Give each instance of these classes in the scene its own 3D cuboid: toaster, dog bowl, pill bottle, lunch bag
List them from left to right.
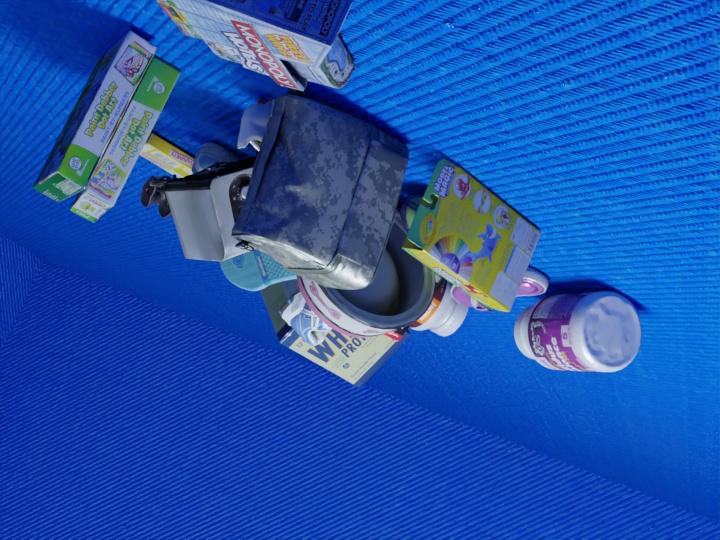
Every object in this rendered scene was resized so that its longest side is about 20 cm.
[{"bbox_3d":[-0.163,-0.095,1.517,0.179,0.121,0.199,-19,-167,-31],"label":"toaster"},{"bbox_3d":[-0.054,-0.096,1.299,0.166,0.203,0.139,24,170,-33],"label":"lunch bag"},{"bbox_3d":[0.000,0.000,1.461,0.198,0.202,0.074,27,142,-17],"label":"dog bowl"},{"bbox_3d":[0.076,0.025,1.748,0.198,0.114,0.112,29,166,-26],"label":"pill bottle"},{"bbox_3d":[0.307,0.090,1.586,0.111,0.114,0.199,27,167,-18],"label":"pill bottle"}]

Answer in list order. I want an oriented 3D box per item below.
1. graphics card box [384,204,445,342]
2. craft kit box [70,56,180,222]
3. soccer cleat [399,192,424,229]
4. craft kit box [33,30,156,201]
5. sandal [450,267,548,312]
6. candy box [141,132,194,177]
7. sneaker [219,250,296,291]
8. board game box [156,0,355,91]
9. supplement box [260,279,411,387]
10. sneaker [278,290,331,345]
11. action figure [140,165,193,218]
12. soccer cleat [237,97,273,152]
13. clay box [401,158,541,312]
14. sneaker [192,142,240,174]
[{"bbox_3d":[0.052,0.005,1.612,0.124,0.051,0.201,26,131,-10],"label":"graphics card box"},{"bbox_3d":[-0.321,-0.170,1.473,0.048,0.202,0.197,28,166,-19],"label":"craft kit box"},{"bbox_3d":[0.138,-0.036,1.474,0.199,0.065,0.084,32,-178,-22],"label":"soccer cleat"},{"bbox_3d":[-0.344,-0.192,1.399,0.048,0.200,0.199,31,165,-21],"label":"craft kit box"},{"bbox_3d":[0.199,0.035,1.645,0.082,0.050,0.202,30,155,-22],"label":"sandal"},{"bbox_3d":[-0.286,-0.168,1.824,0.199,0.027,0.102,31,169,-29],"label":"candy box"},{"bbox_3d":[-0.108,-0.028,1.630,0.198,0.081,0.130,-3,-164,39],"label":"sneaker"},{"bbox_3d":[-0.086,-0.239,1.077,0.197,0.062,0.200,19,167,24],"label":"board game box"},{"bbox_3d":[-0.051,0.053,1.848,0.199,0.134,0.201,33,-161,-36],"label":"supplement box"},{"bbox_3d":[-0.043,0.038,1.593,0.077,0.075,0.200,53,140,9],"label":"sneaker"},{"bbox_3d":[-0.244,-0.120,1.709,0.130,0.070,0.199,44,-150,21],"label":"action figure"},{"bbox_3d":[-0.073,-0.144,1.406,0.198,0.079,0.069,30,166,-28],"label":"soccer cleat"},{"bbox_3d":[0.132,-0.044,1.353,0.199,0.116,0.047,33,165,-34],"label":"clay box"},{"bbox_3d":[-0.167,-0.125,1.676,0.198,0.073,0.072,26,165,-14],"label":"sneaker"}]
